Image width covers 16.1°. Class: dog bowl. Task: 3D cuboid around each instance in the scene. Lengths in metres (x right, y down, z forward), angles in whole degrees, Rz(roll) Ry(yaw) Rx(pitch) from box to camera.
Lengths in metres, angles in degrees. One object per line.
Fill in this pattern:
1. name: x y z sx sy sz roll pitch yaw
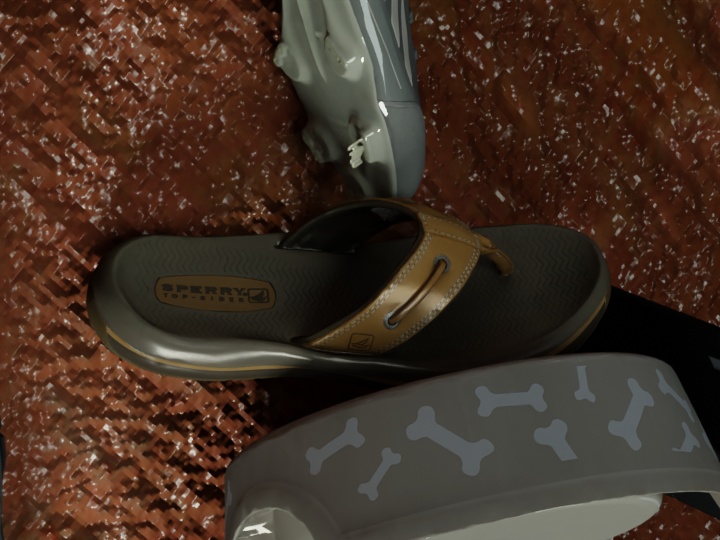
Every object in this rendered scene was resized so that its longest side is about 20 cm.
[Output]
1. dog bowl: 0.039 0.084 0.957 0.200 0.200 0.059 -1 71 -35

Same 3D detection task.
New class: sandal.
1. sandal: 0.000 0.000 0.939 0.199 0.082 0.055 3 132 -12

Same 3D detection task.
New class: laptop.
1. laptop: 0.170 0.053 1.040 0.199 0.177 0.104 -2 105 -34

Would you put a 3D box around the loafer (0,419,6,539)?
1. loafer: -0.162 0.086 0.882 0.070 0.068 0.201 -26 121 -37

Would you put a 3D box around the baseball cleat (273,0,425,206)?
1. baseball cleat: 0.009 -0.124 0.942 0.106 0.070 0.201 -30 119 -25
